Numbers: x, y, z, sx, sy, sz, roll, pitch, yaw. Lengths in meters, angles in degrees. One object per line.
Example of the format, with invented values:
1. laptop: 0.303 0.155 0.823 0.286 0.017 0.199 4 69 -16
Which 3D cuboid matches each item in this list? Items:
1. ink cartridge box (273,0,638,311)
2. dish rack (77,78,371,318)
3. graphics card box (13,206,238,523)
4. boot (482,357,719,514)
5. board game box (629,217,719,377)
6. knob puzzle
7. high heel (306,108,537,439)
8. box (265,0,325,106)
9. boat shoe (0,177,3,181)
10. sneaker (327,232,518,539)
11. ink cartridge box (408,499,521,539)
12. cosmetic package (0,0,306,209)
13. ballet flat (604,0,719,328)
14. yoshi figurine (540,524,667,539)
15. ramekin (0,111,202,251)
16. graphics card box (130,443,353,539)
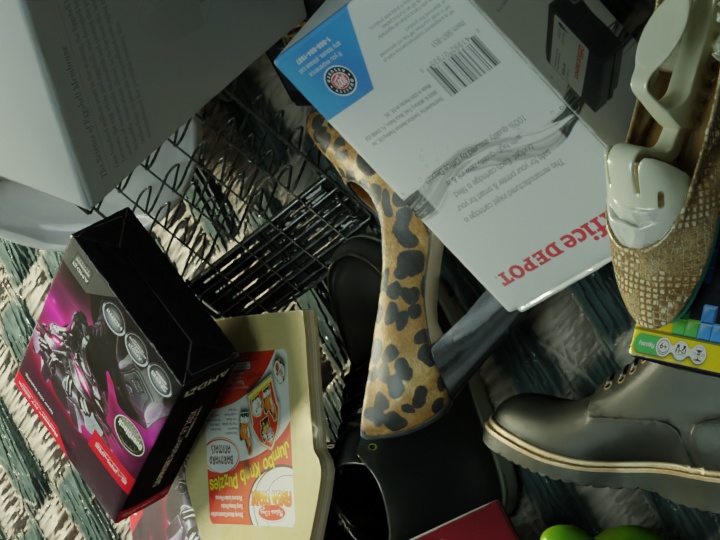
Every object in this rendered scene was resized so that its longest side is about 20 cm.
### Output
1. ink cartridge box: 0.076 -0.093 1.499 0.200 0.084 0.145 46 138 -10
2. dish rack: -0.096 -0.062 1.721 0.200 0.055 0.153 41 124 -21
3. graphics card box: -0.153 0.064 1.748 0.125 0.051 0.200 53 147 15
4. boot: 0.163 0.051 1.523 0.200 0.077 0.138 8 103 33
5. board game box: 0.243 -0.016 1.376 0.200 0.057 0.165 11 88 46
6. knob puzzle: -0.056 0.127 1.704 0.220 0.030 0.220 4 95 62
7. high heel: 0.000 0.000 1.634 0.143 0.071 0.200 -47 64 -1
8. box: -0.008 -0.192 1.594 0.200 0.050 0.199 2 130 48
9. boat shoe: -0.254 -0.088 1.723 0.200 0.074 0.065 -31 74 44
10. sneaker: 0.013 0.072 1.660 0.075 0.106 0.200 -42 70 46
11. ink cartridge box: 0.083 0.254 1.610 0.200 0.083 0.146 63 166 15
12. cosmetic package: -0.154 -0.180 1.537 0.123 0.200 0.199 19 139 33
13. ballet flat: 0.155 -0.072 1.394 0.070 0.065 0.200 10 85 47
14. yoshi figurine: 0.187 0.208 1.537 0.200 0.112 0.112 40 170 17
15. ramekin: -0.195 -0.118 1.788 0.202 0.094 0.202 5 126 7
16. graphics card box: -0.077 0.174 1.822 0.200 0.051 0.126 3 102 47
